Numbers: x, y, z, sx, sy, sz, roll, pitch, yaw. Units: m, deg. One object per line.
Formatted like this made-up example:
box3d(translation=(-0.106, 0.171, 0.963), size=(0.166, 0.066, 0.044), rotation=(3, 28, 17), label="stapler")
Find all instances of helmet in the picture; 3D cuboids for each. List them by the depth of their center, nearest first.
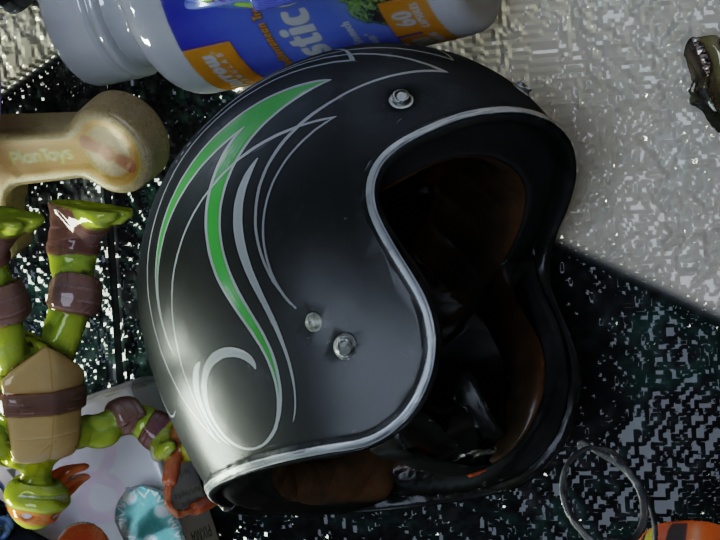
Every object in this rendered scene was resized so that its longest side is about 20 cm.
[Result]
box3d(translation=(0.000, 0.000, 0.872), size=(0.199, 0.200, 0.192), rotation=(-13, 72, 22), label="helmet")

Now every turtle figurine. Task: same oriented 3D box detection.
box3d(translation=(-0.139, 0.050, 0.912), size=(0.064, 0.199, 0.162), rotation=(20, 109, 58), label="turtle figurine")

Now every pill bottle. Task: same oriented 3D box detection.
box3d(translation=(-0.044, -0.143, 0.916), size=(0.199, 0.112, 0.113), rotation=(-11, 90, 22), label="pill bottle")

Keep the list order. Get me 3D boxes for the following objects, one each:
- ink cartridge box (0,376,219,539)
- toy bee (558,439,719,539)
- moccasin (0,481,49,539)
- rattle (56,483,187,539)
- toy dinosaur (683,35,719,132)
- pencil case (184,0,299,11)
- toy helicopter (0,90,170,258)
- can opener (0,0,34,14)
box3d(translation=(-0.142, 0.172, 1.017), size=(0.162, 0.057, 0.201), rotation=(-20, 82, 22), label="ink cartridge box")
box3d(translation=(0.162, 0.132, 0.865), size=(0.200, 0.131, 0.109), rotation=(39, 148, -2), label="toy bee")
box3d(translation=(-0.167, 0.148, 0.968), size=(0.068, 0.080, 0.200), rotation=(-31, 100, 36), label="moccasin")
box3d(translation=(-0.052, 0.201, 0.959), size=(0.199, 0.131, 0.143), rotation=(13, 142, 6), label="rattle")
box3d(translation=(0.201, -0.031, 0.834), size=(0.088, 0.047, 0.201), rotation=(-43, 51, 35), label="toy dinosaur")
box3d(translation=(-0.055, -0.199, 0.786), size=(0.078, 0.087, 0.201), rotation=(-13, 109, 4), label="pencil case")
box3d(translation=(-0.178, -0.066, 0.958), size=(0.199, 0.079, 0.133), rotation=(-2, 116, 32), label="toy helicopter")
box3d(translation=(-0.186, -0.159, 1.003), size=(0.200, 0.053, 0.067), rotation=(-32, 82, 21), label="can opener")
